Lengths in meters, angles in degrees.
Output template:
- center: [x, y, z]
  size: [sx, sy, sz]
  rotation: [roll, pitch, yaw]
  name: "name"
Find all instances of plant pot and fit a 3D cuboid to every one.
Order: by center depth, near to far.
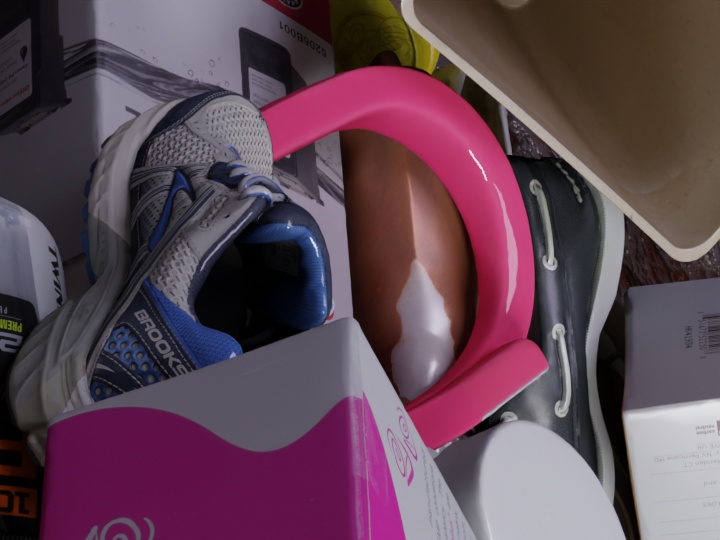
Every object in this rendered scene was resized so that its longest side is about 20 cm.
- center: [0.107, -0.161, 1.157]
  size: [0.200, 0.200, 0.177]
  rotation: [38, 6, -35]
  name: "plant pot"

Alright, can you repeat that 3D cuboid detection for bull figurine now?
- center: [0.014, 0.013, 1.141]
  size: [0.065, 0.121, 0.200]
  rotation: [3, 75, -7]
  name: "bull figurine"

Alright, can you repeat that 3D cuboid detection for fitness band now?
- center: [0.000, 0.000, 1.039]
  size: [0.200, 0.037, 0.144]
  rotation: [-30, 91, -49]
  name: "fitness band"

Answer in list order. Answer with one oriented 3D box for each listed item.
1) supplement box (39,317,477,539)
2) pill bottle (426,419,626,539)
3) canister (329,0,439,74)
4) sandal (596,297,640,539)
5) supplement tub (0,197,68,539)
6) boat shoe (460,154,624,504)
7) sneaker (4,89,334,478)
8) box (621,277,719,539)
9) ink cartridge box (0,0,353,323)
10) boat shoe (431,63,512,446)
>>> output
- center: [-0.007, 0.127, 0.803]
  size: [0.101, 0.103, 0.200]
  rotation: [-93, 161, -50]
  name: "supplement box"
- center: [-0.010, 0.125, 0.948]
  size: [0.113, 0.200, 0.113]
  rotation: [35, 41, -37]
  name: "pill bottle"
- center: [0.001, -0.166, 1.292]
  size: [0.149, 0.087, 0.200]
  rotation: [57, 31, -9]
  name: "canister"
- center: [0.112, 0.094, 1.277]
  size: [0.200, 0.055, 0.082]
  rotation: [64, 35, -34]
  name: "sandal"
- center: [-0.142, 0.084, 0.861]
  size: [0.122, 0.122, 0.200]
  rotation: [19, 52, -49]
  name: "supplement tub"
- center: [0.067, 0.050, 1.179]
  size: [0.060, 0.076, 0.200]
  rotation: [10, 77, -41]
  name: "boat shoe"
- center: [-0.043, 0.002, 0.885]
  size: [0.077, 0.085, 0.200]
  rotation: [55, 26, -27]
  name: "sneaker"
- center: [0.173, 0.116, 1.186]
  size: [0.124, 0.097, 0.200]
  rotation: [-77, 158, -66]
  name: "box"
- center: [-0.081, -0.053, 1.087]
  size: [0.145, 0.083, 0.200]
  rotation: [27, 47, -43]
  name: "ink cartridge box"
- center: [0.058, -0.007, 1.252]
  size: [0.075, 0.086, 0.202]
  rotation: [25, 50, -43]
  name: "boat shoe"
